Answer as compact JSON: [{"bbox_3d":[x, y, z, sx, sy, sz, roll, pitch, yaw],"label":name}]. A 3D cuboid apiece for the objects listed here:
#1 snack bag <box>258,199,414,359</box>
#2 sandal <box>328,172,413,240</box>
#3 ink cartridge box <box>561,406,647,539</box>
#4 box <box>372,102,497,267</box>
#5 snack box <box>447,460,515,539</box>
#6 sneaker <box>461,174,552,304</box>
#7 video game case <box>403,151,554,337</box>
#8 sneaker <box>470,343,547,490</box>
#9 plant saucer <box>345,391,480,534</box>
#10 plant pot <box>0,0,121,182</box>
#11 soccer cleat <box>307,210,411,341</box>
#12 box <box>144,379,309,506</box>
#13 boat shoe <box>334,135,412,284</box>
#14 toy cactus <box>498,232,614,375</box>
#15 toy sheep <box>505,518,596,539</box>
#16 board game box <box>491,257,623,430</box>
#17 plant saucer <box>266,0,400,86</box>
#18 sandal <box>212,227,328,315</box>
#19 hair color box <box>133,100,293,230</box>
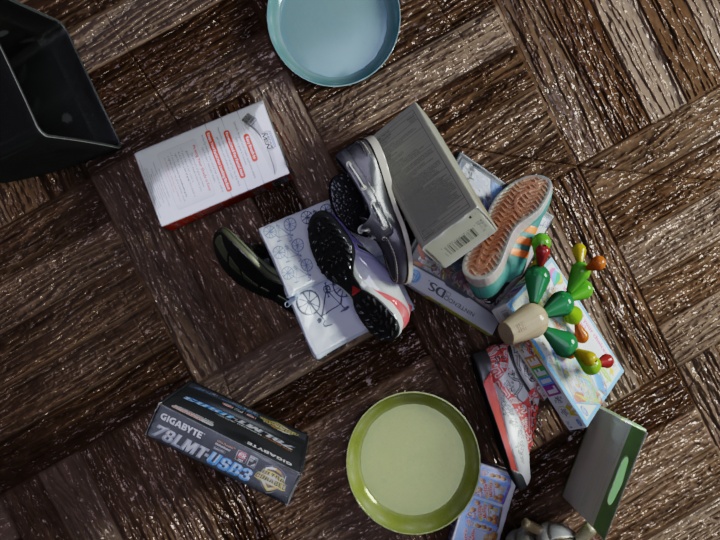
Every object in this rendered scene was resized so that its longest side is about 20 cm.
[{"bbox_3d":[-0.029,0.002,0.971,0.186,0.021,0.204,-23,91,-28],"label":"snack bag"},{"bbox_3d":[0.030,-0.075,0.982,0.197,0.045,0.077,24,85,-31],"label":"sandal"},{"bbox_3d":[0.343,0.274,0.932,0.047,0.200,0.149,22,89,0],"label":"ink cartridge box"},{"bbox_3d":[0.093,-0.118,0.927,0.094,0.077,0.203,-34,57,17],"label":"box"},{"bbox_3d":[0.170,0.387,1.012,0.070,0.024,0.205,17,89,-1],"label":"snack box"},{"bbox_3d":[0.209,-0.044,0.963,0.070,0.080,0.201,24,67,35],"label":"sneaker"},{"bbox_3d":[0.165,-0.036,0.993,0.178,0.025,0.203,30,87,-14],"label":"video game case"},{"bbox_3d":[0.239,0.202,0.987,0.105,0.067,0.206,-17,81,-1],"label":"sneaker"},{"bbox_3d":[0.076,0.278,1.001,0.194,0.031,0.206,0,89,2],"label":"plant saucer"},{"bbox_3d":[-0.476,-0.221,0.915,0.174,0.200,0.203,-26,91,11],"label":"plant pot"},{"bbox_3d":[0.000,0.000,0.948,0.068,0.073,0.202,-33,96,37],"label":"soccer cleat"},{"bbox_3d":[-0.167,0.220,0.912,0.196,0.199,0.051,26,87,-1],"label":"box"},{"bbox_3d":[0.017,-0.072,0.914,0.061,0.072,0.205,-20,102,-14],"label":"boat shoe"},{"bbox_3d":[0.258,0.056,0.905,0.162,0.102,0.205,-22,97,-26],"label":"toy cactus"},{"bbox_3d":[0.253,0.418,0.960,0.138,0.138,0.200,42,116,-1],"label":"toy sheep"},{"bbox_3d":[0.285,0.102,0.976,0.134,0.034,0.202,-35,93,-37],"label":"board game box"},{"bbox_3d":[-0.039,-0.369,1.005,0.194,0.027,0.206,0,89,-3],"label":"plant saucer"},{"bbox_3d":[-0.125,0.002,0.984,0.199,0.079,0.058,34,56,-16],"label":"sandal"},{"bbox_3d":[-0.207,-0.148,0.980,0.196,0.064,0.113,-22,90,-1],"label":"hair color box"}]
